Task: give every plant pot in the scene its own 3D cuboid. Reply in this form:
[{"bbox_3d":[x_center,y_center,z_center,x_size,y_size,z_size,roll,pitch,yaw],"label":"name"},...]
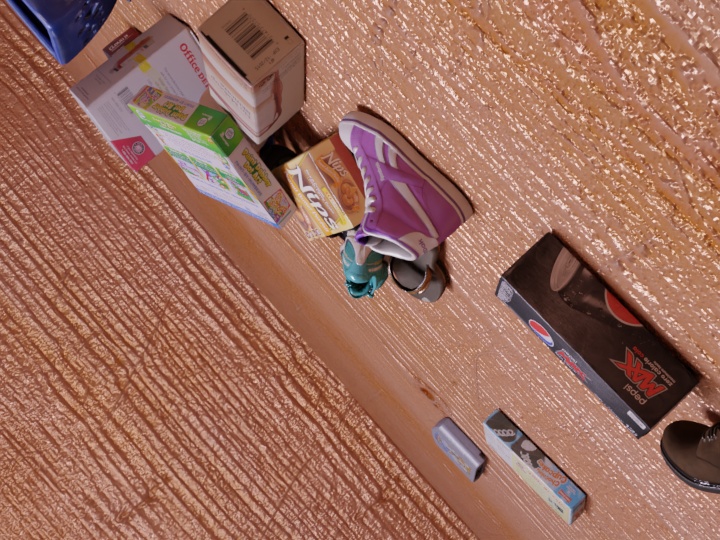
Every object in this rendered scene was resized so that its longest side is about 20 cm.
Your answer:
[{"bbox_3d":[-0.445,-0.453,1.681,0.200,0.180,0.200,49,169,-1],"label":"plant pot"}]

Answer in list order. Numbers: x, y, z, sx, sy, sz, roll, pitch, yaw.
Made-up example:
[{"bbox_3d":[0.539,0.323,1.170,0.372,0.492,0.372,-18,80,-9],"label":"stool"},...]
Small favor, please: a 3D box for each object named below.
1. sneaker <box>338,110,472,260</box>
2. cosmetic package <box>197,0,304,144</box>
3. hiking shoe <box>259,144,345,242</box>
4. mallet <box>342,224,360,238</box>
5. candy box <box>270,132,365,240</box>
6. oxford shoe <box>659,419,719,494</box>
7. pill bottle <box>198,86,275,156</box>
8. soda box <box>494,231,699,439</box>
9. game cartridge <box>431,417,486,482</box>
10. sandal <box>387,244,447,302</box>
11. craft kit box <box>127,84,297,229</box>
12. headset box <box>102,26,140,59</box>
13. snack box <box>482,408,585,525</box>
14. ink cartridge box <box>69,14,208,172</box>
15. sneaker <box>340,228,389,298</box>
[{"bbox_3d":[0.017,-0.092,1.263,0.200,0.114,0.073,44,170,31],"label":"sneaker"},{"bbox_3d":[-0.130,-0.246,1.386,0.103,0.087,0.200,45,170,8],"label":"cosmetic package"},{"bbox_3d":[-0.080,-0.118,1.722,0.100,0.076,0.200,28,168,40],"label":"hiking shoe"},{"bbox_3d":[0.024,-0.056,1.590,0.066,0.041,0.200,55,164,-18],"label":"mallet"},{"bbox_3d":[-0.051,-0.110,1.540,0.116,0.055,0.200,59,162,-7],"label":"candy box"},{"bbox_3d":[0.335,0.158,1.013,0.200,0.072,0.085,16,130,67],"label":"oxford shoe"},{"bbox_3d":[-0.187,-0.203,1.702,0.112,0.112,0.200,46,170,13],"label":"pill bottle"},{"bbox_3d":[0.222,0.062,1.080,0.200,0.071,0.063,47,171,13],"label":"soda box"},{"bbox_3d":[0.205,0.373,2.377,0.133,0.042,0.200,41,168,16],"label":"game cartridge"},{"bbox_3d":[0.071,-0.001,1.482,0.081,0.055,0.200,25,161,10],"label":"sandal"},{"bbox_3d":[-0.205,-0.158,1.577,0.200,0.049,0.198,25,162,41],"label":"craft kit box"},{"bbox_3d":[-0.379,-0.345,2.083,0.200,0.075,0.149,40,166,39],"label":"headset box"},{"bbox_3d":[0.284,0.322,1.858,0.200,0.037,0.116,44,169,23],"label":"snack box"},{"bbox_3d":[-0.325,-0.277,1.770,0.083,0.200,0.145,42,168,46],"label":"ink cartridge box"},{"bbox_3d":[0.000,0.000,1.543,0.077,0.080,0.200,12,169,7],"label":"sneaker"}]
